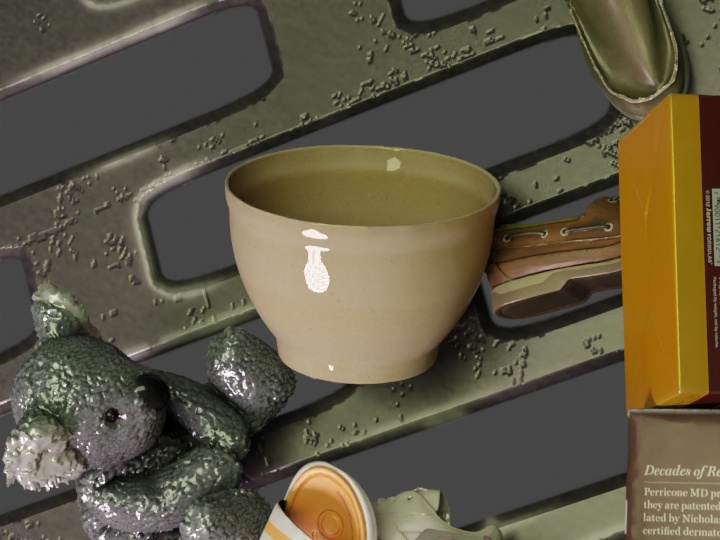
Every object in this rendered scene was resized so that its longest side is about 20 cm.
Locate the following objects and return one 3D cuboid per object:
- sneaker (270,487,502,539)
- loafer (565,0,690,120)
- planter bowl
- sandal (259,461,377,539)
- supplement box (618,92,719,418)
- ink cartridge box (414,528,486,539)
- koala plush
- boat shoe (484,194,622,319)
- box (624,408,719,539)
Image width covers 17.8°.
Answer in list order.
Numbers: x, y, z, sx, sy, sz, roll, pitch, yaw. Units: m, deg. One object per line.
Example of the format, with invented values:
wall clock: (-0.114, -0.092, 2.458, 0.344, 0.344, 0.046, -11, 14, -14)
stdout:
sneaker: (0.013, 0.202, 1.686, 0.198, 0.075, 0.100, 15, 67, 22)
loafer: (0.179, -0.203, 1.685, 0.075, 0.070, 0.201, -27, 72, 14)
planter bowl: (0.000, 0.000, 1.667, 0.198, 0.200, 0.136, 10, 111, 22)
sandal: (-0.051, 0.239, 1.627, 0.079, 0.059, 0.208, 24, 102, 22)
supplement box: (0.287, -0.006, 1.534, 0.198, 0.133, 0.199, 1, 79, -8)
ink cartridge box: (0.091, 0.230, 1.507, 0.161, 0.200, 0.058, 11, 98, 14)
koala plush: (-0.180, 0.115, 1.676, 0.183, 0.200, 0.179, -14, 55, 35)
boat shoe: (0.182, -0.023, 1.650, 0.198, 0.072, 0.069, -13, 72, 14)
box: (0.271, 0.200, 1.525, 0.163, 0.166, 0.202, -2, 80, 21)
